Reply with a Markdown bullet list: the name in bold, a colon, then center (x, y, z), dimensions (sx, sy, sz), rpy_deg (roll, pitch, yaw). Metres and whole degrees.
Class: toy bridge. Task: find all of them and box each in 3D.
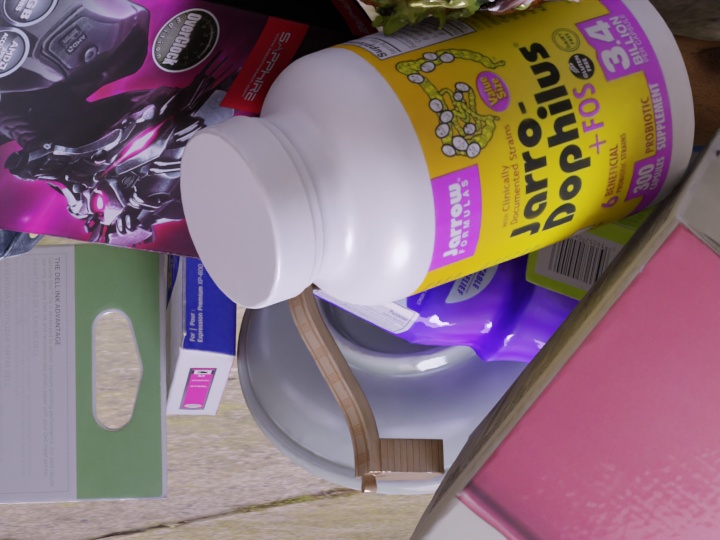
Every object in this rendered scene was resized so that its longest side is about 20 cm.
- **toy bridge**: center (0.000, 0.000, 1.278), dimensions (0.067, 0.202, 0.027), rpy_deg (3, 167, -21)

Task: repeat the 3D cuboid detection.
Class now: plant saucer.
- **plant saucer**: center (0.030, 0.019, 1.436), dimensions (0.199, 0.201, 0.050), rpy_deg (-7, 140, 9)

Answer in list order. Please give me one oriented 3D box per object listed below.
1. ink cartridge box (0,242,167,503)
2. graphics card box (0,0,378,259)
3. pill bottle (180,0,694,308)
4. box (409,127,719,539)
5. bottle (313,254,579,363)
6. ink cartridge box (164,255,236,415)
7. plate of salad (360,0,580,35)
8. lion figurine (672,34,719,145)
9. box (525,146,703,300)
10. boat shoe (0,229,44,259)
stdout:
- **ink cartridge box**: center (-0.204, 0.059, 1.541), dimensions (0.198, 0.147, 0.048), rpy_deg (-1, 170, -2)
- **graphics card box**: center (-0.098, -0.073, 1.144), dimensions (0.199, 0.051, 0.126), rpy_deg (11, 123, -43)
- **pill bottle**: center (0.030, -0.048, 1.147), dimensions (0.199, 0.105, 0.104), rpy_deg (-20, 175, -29)
- **box**: center (0.128, 0.060, 1.207), dimensions (0.200, 0.109, 0.128), rpy_deg (-53, 179, 26)
- **bottle**: center (0.029, -0.009, 1.352), dimensions (0.199, 0.084, 0.065), rpy_deg (27, 167, -10)
- **ink cartridge box**: center (-0.085, 0.012, 1.511), dimensions (0.037, 0.095, 0.200), rpy_deg (1, 166, -4)
- **plate of salad**: center (0.070, -0.123, 1.078), dimensions (0.198, 0.048, 0.200), rpy_deg (-4, 175, 0)
- **lion figurine**: center (0.136, -0.083, 1.254), dimensions (0.198, 0.073, 0.123), rpy_deg (4, 140, -7)
- **box**: center (0.178, -0.017, 1.360), dimensions (0.121, 0.048, 0.200), rpy_deg (20, -158, 28)
- **boat shoe**: center (-0.137, -0.049, 1.230), dimensions (0.199, 0.092, 0.071), rpy_deg (-2, 176, -33)
